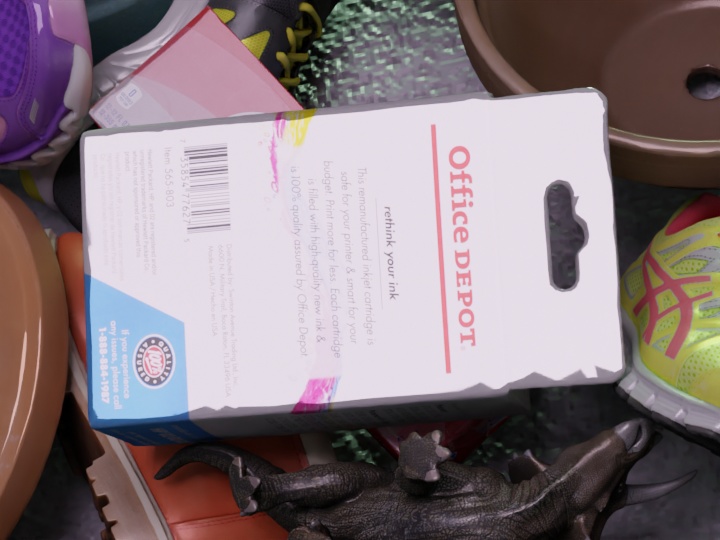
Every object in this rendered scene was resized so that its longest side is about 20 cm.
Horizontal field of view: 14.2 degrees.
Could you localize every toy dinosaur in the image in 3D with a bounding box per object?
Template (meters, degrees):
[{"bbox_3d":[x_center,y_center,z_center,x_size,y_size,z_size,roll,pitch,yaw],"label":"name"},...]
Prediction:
[{"bbox_3d":[0.014,0.096,1.071,0.200,0.102,0.077,-10,71,30],"label":"toy dinosaur"}]

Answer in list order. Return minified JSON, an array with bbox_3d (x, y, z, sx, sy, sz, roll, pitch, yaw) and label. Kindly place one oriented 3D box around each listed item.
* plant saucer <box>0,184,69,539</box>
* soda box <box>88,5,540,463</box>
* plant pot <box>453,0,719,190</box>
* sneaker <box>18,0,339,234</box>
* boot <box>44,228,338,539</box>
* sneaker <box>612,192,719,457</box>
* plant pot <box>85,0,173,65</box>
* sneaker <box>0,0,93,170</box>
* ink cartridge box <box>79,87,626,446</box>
[{"bbox_3d":[-0.201,0.051,1.199,0.200,0.032,0.201,-17,63,38],"label":"plant saucer"},{"bbox_3d":[-0.017,-0.008,1.161,0.070,0.063,0.200,-42,76,-4],"label":"soda box"},{"bbox_3d":[0.138,-0.100,1.167,0.201,0.093,0.201,-3,54,4],"label":"plant pot"},{"bbox_3d":[-0.052,-0.080,1.252,0.200,0.074,0.085,-44,64,2],"label":"sneaker"},{"bbox_3d":[-0.073,0.052,1.188,0.107,0.075,0.200,-20,54,-11],"label":"boot"},{"bbox_3d":[0.139,0.018,1.061,0.090,0.078,0.200,-59,20,7],"label":"sneaker"},{"bbox_3d":[-0.147,-0.208,1.272,0.200,0.196,0.200,-8,60,15],"label":"plant pot"},{"bbox_3d":[-0.188,-0.079,1.226,0.200,0.088,0.081,-15,76,51],"label":"sneaker"},{"bbox_3d":[0.000,0.000,1.088,0.200,0.068,0.115,-5,79,10],"label":"ink cartridge box"}]
